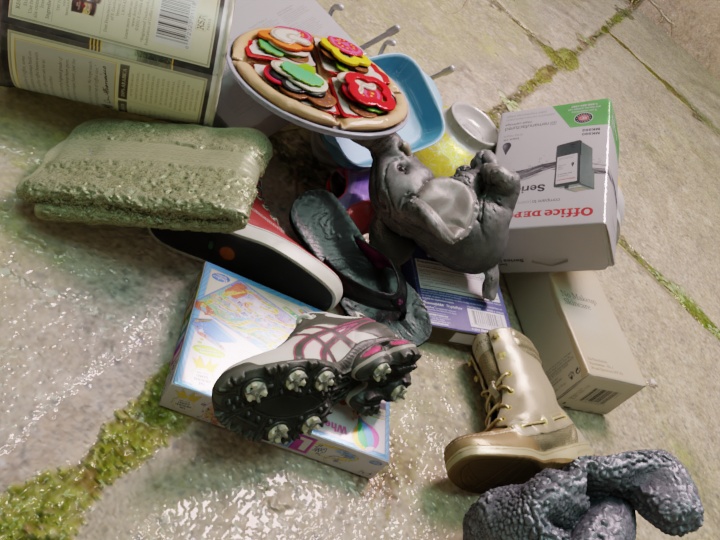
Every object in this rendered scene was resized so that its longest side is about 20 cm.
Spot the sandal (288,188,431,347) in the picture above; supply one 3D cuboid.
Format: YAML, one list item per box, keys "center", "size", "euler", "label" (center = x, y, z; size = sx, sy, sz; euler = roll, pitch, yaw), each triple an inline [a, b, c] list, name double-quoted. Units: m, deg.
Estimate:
- center: [-0.001, 0.000, 0.733]
  size: [0.075, 0.048, 0.201]
  euler: [-40, 87, -21]
  label: "sandal"

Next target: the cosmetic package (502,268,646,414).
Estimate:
- center: [0.259, 0.067, 0.887]
  size: [0.102, 0.073, 0.203]
  euler: [13, 47, -29]
  label: "cosmetic package"

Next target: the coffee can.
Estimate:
- center: [-0.227, -0.225, 0.679]
  size: [0.196, 0.147, 0.148]
  euler: [11, 46, -16]
  label: "coffee can"

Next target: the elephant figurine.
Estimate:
- center: [0.064, -0.069, 0.768]
  size: [0.197, 0.143, 0.156]
  euler: [1, 37, -34]
  label: "elephant figurine"

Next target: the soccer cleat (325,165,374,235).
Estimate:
- center: [0.000, -0.111, 0.848]
  size: [0.076, 0.066, 0.202]
  euler: [39, 42, -18]
  label: "soccer cleat"

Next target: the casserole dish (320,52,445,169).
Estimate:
- center: [0.018, -0.182, 0.834]
  size: [0.198, 0.039, 0.123]
  euler: [-26, 91, -37]
  label: "casserole dish"

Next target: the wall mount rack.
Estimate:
- center: [0.030, -0.305, 1.005]
  size: [0.198, 0.075, 0.174]
  euler: [19, 19, -41]
  label: "wall mount rack"

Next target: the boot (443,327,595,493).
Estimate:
- center: [0.139, 0.134, 0.723]
  size: [0.197, 0.073, 0.157]
  euler: [7, 50, -37]
  label: "boot"

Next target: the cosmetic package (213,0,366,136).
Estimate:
- center: [-0.115, -0.244, 0.833]
  size: [0.199, 0.052, 0.151]
  euler: [-38, 81, -24]
  label: "cosmetic package"

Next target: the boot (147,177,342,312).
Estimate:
- center: [-0.094, -0.049, 0.713]
  size: [0.198, 0.073, 0.145]
  euler: [30, 38, -7]
  label: "boot"

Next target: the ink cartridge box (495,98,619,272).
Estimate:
- center: [0.241, -0.105, 0.886]
  size: [0.084, 0.143, 0.203]
  euler: [57, 38, -47]
  label: "ink cartridge box"

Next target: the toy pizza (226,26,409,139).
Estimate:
- center: [-0.038, -0.201, 0.726]
  size: [0.196, 0.032, 0.202]
  euler: [16, 38, -13]
  label: "toy pizza"

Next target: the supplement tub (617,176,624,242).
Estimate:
- center: [0.301, -0.113, 1.033]
  size: [0.144, 0.146, 0.202]
  euler: [29, 39, -13]
  label: "supplement tub"

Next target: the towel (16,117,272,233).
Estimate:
- center: [-0.184, -0.090, 0.639]
  size: [0.196, 0.037, 0.150]
  euler: [6, 39, 1]
  label: "towel"

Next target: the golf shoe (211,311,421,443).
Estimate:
- center: [-0.043, 0.081, 0.587]
  size: [0.198, 0.078, 0.088]
  euler: [-3, 35, -43]
  label: "golf shoe"

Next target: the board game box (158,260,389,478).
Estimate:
- center: [-0.065, 0.087, 0.633]
  size: [0.197, 0.034, 0.136]
  euler: [25, 41, -19]
  label: "board game box"

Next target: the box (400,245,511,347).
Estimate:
- center: [0.104, -0.003, 0.846]
  size: [0.119, 0.033, 0.203]
  euler: [11, 49, -22]
  label: "box"

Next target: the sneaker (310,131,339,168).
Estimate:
- center: [-0.025, -0.224, 0.923]
  size: [0.074, 0.082, 0.203]
  euler: [13, 46, -29]
  label: "sneaker"

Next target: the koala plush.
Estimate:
- center: [0.184, 0.272, 0.567]
  size: [0.180, 0.179, 0.203]
  euler: [3, 51, -22]
  label: "koala plush"

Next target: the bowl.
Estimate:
- center: [0.125, -0.160, 0.966]
  size: [0.197, 0.108, 0.202]
  euler: [22, 41, -21]
  label: "bowl"
